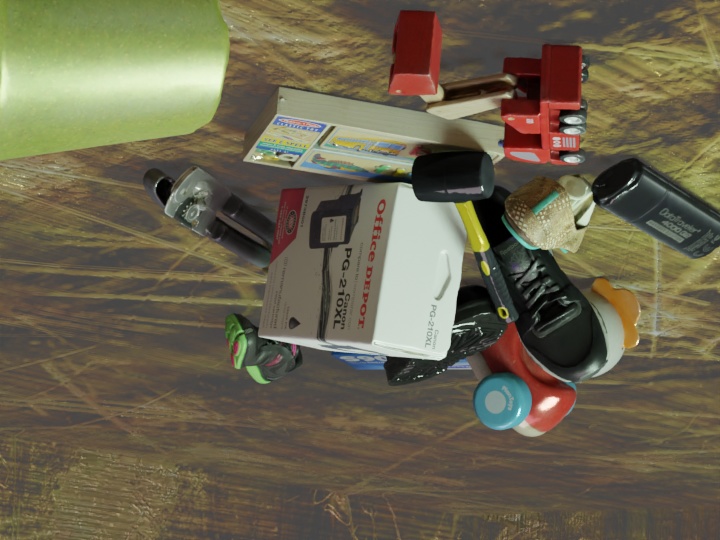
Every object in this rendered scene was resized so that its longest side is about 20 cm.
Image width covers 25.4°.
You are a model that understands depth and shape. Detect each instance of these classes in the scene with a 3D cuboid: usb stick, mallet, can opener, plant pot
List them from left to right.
[{"bbox_3d":[-0.183,-0.149,0.963,0.183,0.202,0.200,-3,169,-23],"label":"plant pot"},{"bbox_3d":[-0.143,-0.059,1.560,0.067,0.054,0.200,34,180,26],"label":"can opener"},{"bbox_3d":[0.109,-0.026,1.351,0.065,0.041,0.200,-7,135,29],"label":"mallet"},{"bbox_3d":[0.272,-0.054,1.435,0.055,0.033,0.199,-38,146,22],"label":"usb stick"}]

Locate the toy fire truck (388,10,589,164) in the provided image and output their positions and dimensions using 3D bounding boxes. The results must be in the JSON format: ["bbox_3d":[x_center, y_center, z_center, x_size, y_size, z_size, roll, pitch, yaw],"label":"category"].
[{"bbox_3d":[0.098,-0.129,1.179,0.140,0.049,0.200,3,166,8],"label":"toy fire truck"}]

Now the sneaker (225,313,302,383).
[{"bbox_3d":[-0.125,0.095,2.105,0.083,0.077,0.200,-16,165,8],"label":"sneaker"}]

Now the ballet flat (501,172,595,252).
[{"bbox_3d":[0.176,-0.053,1.395,0.065,0.071,0.200,-41,175,14],"label":"ballet flat"}]

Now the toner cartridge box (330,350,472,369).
[{"bbox_3d":[0.070,0.100,2.083,0.198,0.044,0.095,-2,165,23],"label":"toner cartridge box"}]

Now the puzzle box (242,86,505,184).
[{"bbox_3d":[0.010,-0.106,1.345,0.198,0.026,0.133,8,164,-14],"label":"puzzle box"}]

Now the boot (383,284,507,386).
[{"bbox_3d":[0.057,0.011,1.527,0.079,0.159,0.211,-5,164,-27],"label":"boot"}]

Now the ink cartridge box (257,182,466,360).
[{"bbox_3d":[0.000,0.000,1.452,0.084,0.146,0.199,13,173,-33],"label":"ink cartridge box"}]

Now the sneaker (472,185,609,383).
[{"bbox_3d":[0.149,0.011,1.433,0.075,0.201,0.088,-34,149,11],"label":"sneaker"}]

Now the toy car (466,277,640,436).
[{"bbox_3d":[0.219,0.067,1.778,0.199,0.178,0.184,-35,163,22],"label":"toy car"}]

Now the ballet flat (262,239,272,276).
[{"bbox_3d":[-0.070,0.009,1.731,0.070,0.071,0.200,2,166,8],"label":"ballet flat"}]
